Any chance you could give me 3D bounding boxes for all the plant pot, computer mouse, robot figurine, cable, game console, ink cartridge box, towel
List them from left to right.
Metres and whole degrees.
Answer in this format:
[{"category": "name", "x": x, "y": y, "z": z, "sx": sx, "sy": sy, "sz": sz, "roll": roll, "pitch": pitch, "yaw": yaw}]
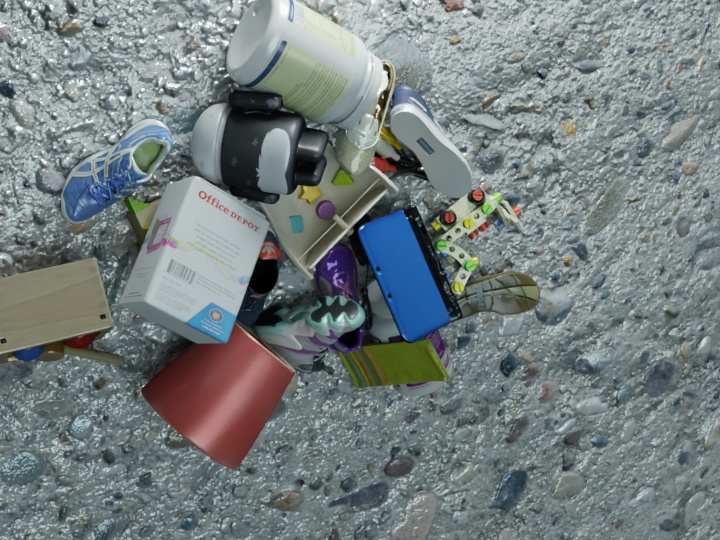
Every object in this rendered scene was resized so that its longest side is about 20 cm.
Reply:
[{"category": "ink cartridge box", "x": -0.234, "y": -0.013, "z": 1.475, "sx": 0.144, "sy": 0.085, "sz": 0.200, "roll": 32, "pitch": 67, "yaw": -33}, {"category": "plant pot", "x": -0.209, "y": 0.180, "z": 1.599, "sx": 0.177, "sy": 0.200, "sz": 0.200, "roll": -49, "pitch": 121, "yaw": -4}, {"category": "robot figurine", "x": -0.150, "y": -0.181, "z": 1.520, "sx": 0.199, "sy": 0.125, "sz": 0.151, "roll": 9, "pitch": 89, "yaw": 4}, {"category": "computer mouse", "x": 0.000, "y": 0.000, "z": 1.688, "sx": 0.034, "sy": 0.059, "sz": 0.201, "roll": -4, "pitch": 75, "yaw": 8}, {"category": "towel", "x": 0.052, "y": 0.159, "z": 1.731, "sx": 0.018, "sy": 0.200, "sz": 0.086, "roll": -50, "pitch": 118, "yaw": -40}, {"category": "game console", "x": 0.072, "y": 0.007, "z": 1.669, "sx": 0.118, "sy": 0.171, "sz": 0.200, "roll": -23, "pitch": 90, "yaw": -8}, {"category": "cable", "x": 0.076, "y": -0.173, "z": 1.696, "sx": 0.200, "sy": 0.050, "sz": 0.097, "roll": 17, "pitch": 79, "yaw": -27}]

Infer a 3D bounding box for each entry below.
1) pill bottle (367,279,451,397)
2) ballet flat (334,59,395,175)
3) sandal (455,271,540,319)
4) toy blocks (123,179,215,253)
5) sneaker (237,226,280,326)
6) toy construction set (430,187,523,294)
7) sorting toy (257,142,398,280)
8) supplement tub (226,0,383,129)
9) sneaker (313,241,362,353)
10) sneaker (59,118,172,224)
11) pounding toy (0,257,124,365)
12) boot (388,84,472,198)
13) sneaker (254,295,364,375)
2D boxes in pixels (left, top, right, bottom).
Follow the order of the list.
[{"category": "pill bottle", "x": 0.078, "y": 0.109, "z": 1.766, "sx": 0.112, "sy": 0.112, "sz": 0.200, "roll": -30, "pitch": 119, "yaw": -14}, {"category": "ballet flat", "x": 0.008, "y": -0.243, "z": 1.593, "sx": 0.067, "sy": 0.062, "sz": 0.200, "roll": 18, "pitch": 65, "yaw": -6}, {"category": "sandal", "x": 0.225, "y": 0.043, "z": 1.856, "sx": 0.199, "sy": 0.054, "sz": 0.081, "roll": -10, "pitch": 107, "yaw": -7}, {"category": "toy blocks", "x": -0.258, "y": -0.045, "z": 1.561, "sx": 0.137, "sy": 0.100, "sz": 0.200, "roll": -28, "pitch": 104, "yaw": -26}, {"category": "sneaker", "x": -0.168, "y": 0.028, "z": 1.604, "sx": 0.075, "sy": 0.085, "sz": 0.200, "roll": -5, "pitch": 133, "yaw": -21}, {"category": "toy construction set", "x": 0.197, "y": -0.065, "z": 1.776, "sx": 0.200, "sy": 0.092, "sz": 0.131, "roll": -39, "pitch": 96, "yaw": -18}, {"category": "sorting toy", "x": -0.078, "y": -0.124, "z": 1.624, "sx": 0.200, "sy": 0.107, "sz": 0.180, "roll": -45, "pitch": 112, "yaw": -3}, {"category": "supplement tub", "x": -0.081, "y": -0.307, "z": 1.524, "sx": 0.200, "sy": 0.145, "sz": 0.145, "roll": 24, "pitch": 96, "yaw": -31}, {"category": "sneaker", "x": -0.028, "y": 0.052, "z": 1.709, "sx": 0.080, "sy": 0.088, "sz": 0.201, "roll": -10, "pitch": 111, "yaw": -21}, {"category": "sneaker", "x": -0.354, "y": -0.143, "z": 1.486, "sx": 0.200, "sy": 0.077, "sz": 0.076, "roll": -45, "pitch": 122, "yaw": -4}, {"category": "pounding toy", "x": -0.434, "y": 0.080, "z": 1.473, "sx": 0.184, "sy": 0.200, "sz": 0.143, "roll": -14, "pitch": 85, "yaw": -21}, {"category": "boot", "x": 0.119, "y": -0.213, "z": 1.680, "sx": 0.073, "sy": 0.090, "sz": 0.200, "roll": -25, "pitch": 124, "yaw": 24}, {"category": "sneaker", "x": -0.062, "y": 0.118, "z": 1.676, "sx": 0.140, "sy": 0.200, "sz": 0.078, "roll": 64, "pitch": 37, "yaw": -30}]
